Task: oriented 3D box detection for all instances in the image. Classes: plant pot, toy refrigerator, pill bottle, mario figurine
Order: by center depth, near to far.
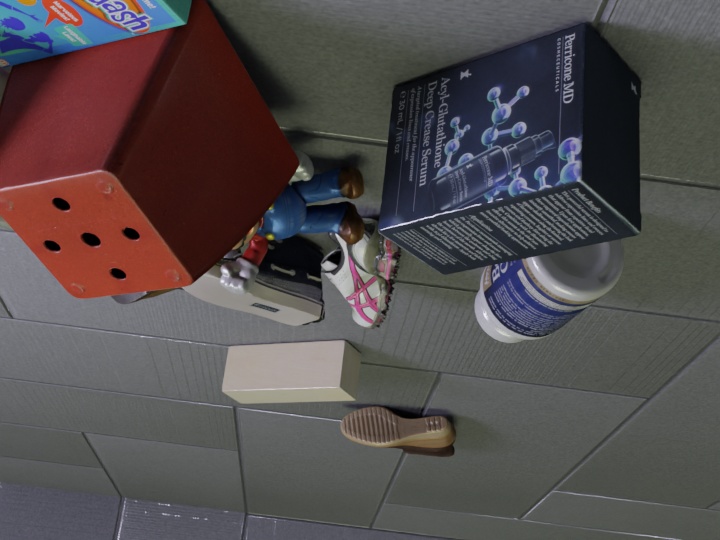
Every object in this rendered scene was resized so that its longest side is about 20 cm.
[{"bbox_3d":[-0.200,-0.089,0.942,0.200,0.176,0.200,-7,134,27],"label":"plant pot"},{"bbox_3d":[-0.091,-0.046,1.092,0.200,0.124,0.106,-10,174,-15],"label":"mario figurine"},{"bbox_3d":[0.198,0.012,1.208,0.111,0.111,0.200,12,155,-11],"label":"pill bottle"},{"bbox_3d":[-0.104,0.157,1.659,0.200,0.076,0.070,-5,154,24],"label":"toy refrigerator"}]

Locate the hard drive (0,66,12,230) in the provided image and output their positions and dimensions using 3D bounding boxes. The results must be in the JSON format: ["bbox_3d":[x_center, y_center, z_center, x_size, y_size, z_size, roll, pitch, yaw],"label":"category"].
[{"bbox_3d":[-0.335,-0.115,0.971,0.027,0.132,0.200,8,174,8],"label":"hard drive"}]

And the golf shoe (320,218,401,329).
[{"bbox_3d":[0.000,0.000,1.292,0.092,0.073,0.200,12,146,3],"label":"golf shoe"}]

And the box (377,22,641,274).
[{"bbox_3d":[0.128,-0.097,0.936,0.200,0.149,0.107,-13,150,37],"label":"box"}]

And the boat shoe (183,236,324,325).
[{"bbox_3d":[-0.125,-0.004,1.276,0.200,0.093,0.075,23,151,-40],"label":"boat shoe"}]

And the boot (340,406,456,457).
[{"bbox_3d":[0.070,0.302,1.941,0.200,0.072,0.166,0,154,6],"label":"boot"}]

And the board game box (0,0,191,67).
[{"bbox_3d":[-0.256,-0.234,0.856,0.200,0.045,0.152,-7,153,27],"label":"board game box"}]

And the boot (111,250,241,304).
[{"bbox_3d":[-0.219,-0.008,1.358,0.200,0.074,0.075,-14,179,31],"label":"boot"}]
